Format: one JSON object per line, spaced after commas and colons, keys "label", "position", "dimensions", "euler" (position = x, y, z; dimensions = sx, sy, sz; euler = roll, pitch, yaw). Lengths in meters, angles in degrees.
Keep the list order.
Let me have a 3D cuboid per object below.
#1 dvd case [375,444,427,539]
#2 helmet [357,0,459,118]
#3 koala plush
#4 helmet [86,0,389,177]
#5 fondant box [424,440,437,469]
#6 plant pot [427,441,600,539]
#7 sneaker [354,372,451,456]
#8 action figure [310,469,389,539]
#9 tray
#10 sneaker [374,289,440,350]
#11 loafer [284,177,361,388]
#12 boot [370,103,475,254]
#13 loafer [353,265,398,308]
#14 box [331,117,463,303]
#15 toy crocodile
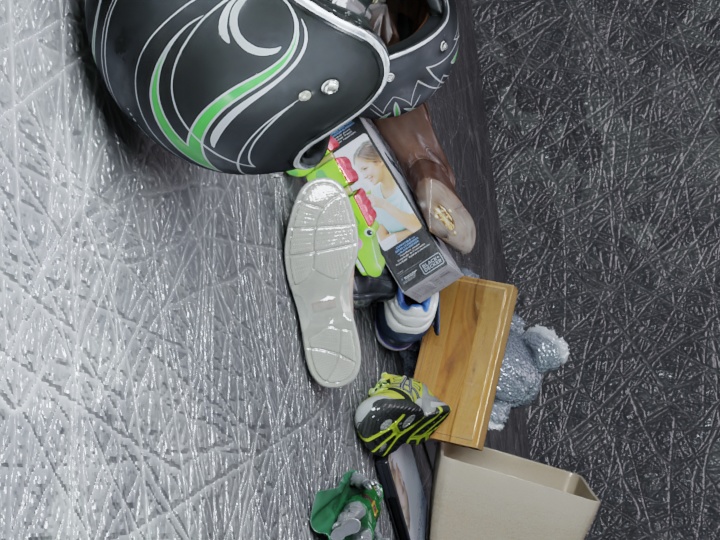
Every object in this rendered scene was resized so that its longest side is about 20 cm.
{"label": "dvd case", "position": [0.052, 0.261, 1.666], "dimensions": [0.143, 0.017, 0.201], "euler": [-82, 161, -57]}
{"label": "helmet", "position": [0.014, -0.256, 1.442], "dimensions": [0.200, 0.198, 0.192], "euler": [-35, 109, -77]}
{"label": "koala plush", "position": [0.153, 0.107, 1.746], "dimensions": [0.200, 0.177, 0.184], "euler": [43, -12, 42]}
{"label": "helmet", "position": [-0.076, -0.158, 0.872], "dimensions": [0.199, 0.190, 0.201], "euler": [23, 49, -29]}
{"label": "fondant box", "position": [0.123, 0.207, 1.965], "dimensions": [0.145, 0.058, 0.201], "euler": [-86, 163, -47]}
{"label": "plant pot", "position": [0.171, 0.330, 1.731], "dimensions": [0.200, 0.198, 0.179], "euler": [-32, 138, -87]}
{"label": "sneaker", "position": [0.032, 0.158, 1.561], "dimensions": [0.076, 0.076, 0.200], "euler": [44, 10, 20]}
{"label": "action figure", "position": [-0.002, 0.241, 1.339], "dimensions": [0.200, 0.054, 0.119], "euler": [-51, 129, -80]}
{"label": "tray", "position": [0.121, 0.109, 1.671], "dimensions": [0.037, 0.098, 0.202], "euler": [42, 60, -69]}
{"label": "sneaker", "position": [0.059, -0.013, 1.646], "dimensions": [0.147, 0.080, 0.202], "euler": [120, -26, -66]}
{"label": "loafer", "position": [-0.037, 0.010, 1.322], "dimensions": [0.063, 0.071, 0.202], "euler": [-129, -145, -79]}
{"label": "boot", "position": [0.062, -0.123, 1.503], "dimensions": [0.187, 0.064, 0.200], "euler": [53, 13, -21]}
{"label": "loafer", "position": [0.000, 0.000, 1.471], "dimensions": [0.200, 0.067, 0.071], "euler": [-11, 101, -75]}
{"label": "box", "position": [0.032, -0.069, 1.522], "dimensions": [0.201, 0.060, 0.117], "euler": [60, 7, 11]}
{"label": "toy crocodile", "position": [-0.026, -0.086, 1.361], "dimensions": [0.201, 0.061, 0.068], "euler": [61, 14, -5]}
